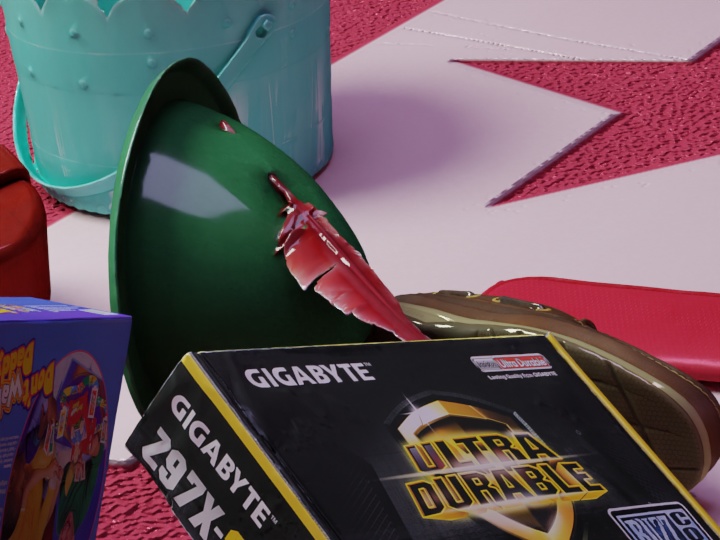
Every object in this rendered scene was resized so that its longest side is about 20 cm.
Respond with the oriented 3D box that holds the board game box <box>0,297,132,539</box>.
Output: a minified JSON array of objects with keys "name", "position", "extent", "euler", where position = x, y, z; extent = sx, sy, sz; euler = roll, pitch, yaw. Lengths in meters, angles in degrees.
[{"name":"board game box","position":[-0.140,0.079,0.830],"extent":[0.045,0.135,0.200],"euler":[10,1,12]}]

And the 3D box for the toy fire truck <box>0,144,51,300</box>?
[{"name":"toy fire truck","position":[-0.214,0.014,1.137],"extent":[0.176,0.129,0.200],"euler":[-26,50,-29]}]

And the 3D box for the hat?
[{"name":"hat","position":[0.000,0.000,1.030],"extent":[0.175,0.166,0.201],"euler":[-1,54,18]}]

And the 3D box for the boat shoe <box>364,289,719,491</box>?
[{"name":"boat shoe","position":[0.079,0.043,1.037],"extent":[0.200,0.072,0.067],"euler":[15,32,43]}]

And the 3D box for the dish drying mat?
[{"name":"dish drying mat","position":[0.145,0.028,1.123],"extent":[0.199,0.018,0.077],"euler":[6,27,24]}]

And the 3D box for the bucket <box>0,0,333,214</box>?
[{"name":"bucket","position":[-0.108,-0.125,1.379],"extent":[0.206,0.135,0.207],"euler":[-5,23,2]}]

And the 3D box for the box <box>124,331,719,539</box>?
[{"name":"box","position":[0.041,0.093,0.799],"extent":[0.200,0.049,0.160],"euler":[0,45,-50]}]
